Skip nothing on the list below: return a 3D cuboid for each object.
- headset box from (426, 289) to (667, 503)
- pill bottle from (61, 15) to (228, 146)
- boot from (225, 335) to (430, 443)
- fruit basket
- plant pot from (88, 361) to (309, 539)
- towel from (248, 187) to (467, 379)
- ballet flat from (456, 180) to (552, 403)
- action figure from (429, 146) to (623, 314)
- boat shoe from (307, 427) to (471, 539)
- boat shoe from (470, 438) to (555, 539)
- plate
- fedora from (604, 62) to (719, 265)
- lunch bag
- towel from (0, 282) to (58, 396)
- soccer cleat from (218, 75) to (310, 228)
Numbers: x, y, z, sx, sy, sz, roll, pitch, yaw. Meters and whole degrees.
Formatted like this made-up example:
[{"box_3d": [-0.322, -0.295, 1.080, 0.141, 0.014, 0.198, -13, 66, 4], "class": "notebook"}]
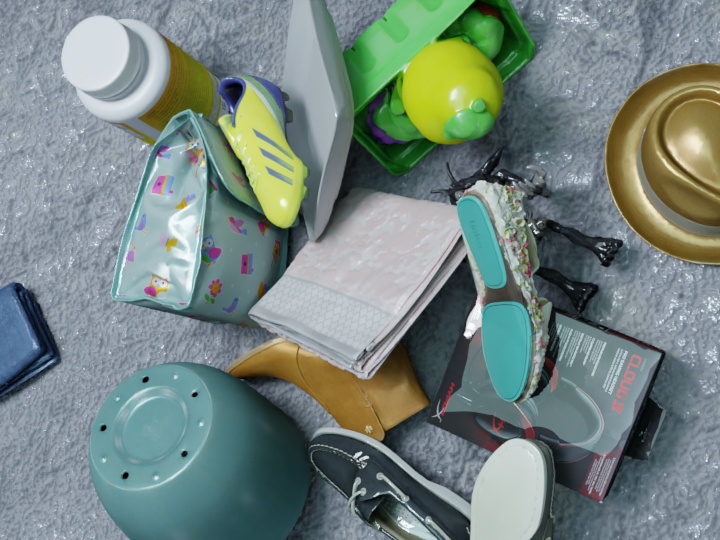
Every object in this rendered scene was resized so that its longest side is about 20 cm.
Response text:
[{"box_3d": [0.185, 0.114, 0.881, 0.200, 0.075, 0.149, 23, 95, 19], "class": "headset box"}, {"box_3d": [-0.230, -0.198, 1.001, 0.109, 0.200, 0.110, -3, 81, 17], "class": "pill bottle"}, {"box_3d": [-0.037, 0.123, 0.964, 0.201, 0.071, 0.144, -27, 89, 26], "class": "boot"}, {"box_3d": [0.085, -0.181, 0.918, 0.215, 0.155, 0.216, -11, 66, 25], "class": "fruit basket"}, {"box_3d": [-0.169, 0.182, 0.911, 0.200, 0.161, 0.201, -9, 55, 13], "class": "plant pot"}, {"box_3d": [0.000, 0.000, 0.906, 0.191, 0.032, 0.200, -51, 36, -16], "class": "towel"}, {"box_3d": [0.138, 0.016, 0.826, 0.076, 0.064, 0.201, 0, 104, 55], "class": "ballet flat"}, {"box_3d": [0.150, -0.047, 0.909, 0.200, 0.102, 0.119, 32, 97, 17], "class": "action figure"}, {"box_3d": [0.025, 0.224, 0.916, 0.200, 0.060, 0.076, 23, 130, 22], "class": "boat shoe"}, {"box_3d": [0.142, 0.237, 0.852, 0.072, 0.060, 0.202, 30, 119, 42], "class": "boat shoe"}, {"box_3d": [-0.043, -0.163, 0.934, 0.032, 0.200, 0.200, -5, 58, -15], "class": "plate"}, {"box_3d": [0.324, -0.108, 0.869, 0.200, 0.082, 0.201, -3, 82, 18], "class": "fedora"}, {"box_3d": [-0.151, -0.049, 0.968, 0.122, 0.170, 0.201, 6, 81, 27], "class": "lunch bag"}, {"box_3d": [-0.461, 0.107, 1.111, 0.200, 0.049, 0.112, -33, 74, 12], "class": "towel"}, {"box_3d": [-0.104, -0.121, 0.937, 0.065, 0.083, 0.201, -52, 39, 38], "class": "soccer cleat"}]
